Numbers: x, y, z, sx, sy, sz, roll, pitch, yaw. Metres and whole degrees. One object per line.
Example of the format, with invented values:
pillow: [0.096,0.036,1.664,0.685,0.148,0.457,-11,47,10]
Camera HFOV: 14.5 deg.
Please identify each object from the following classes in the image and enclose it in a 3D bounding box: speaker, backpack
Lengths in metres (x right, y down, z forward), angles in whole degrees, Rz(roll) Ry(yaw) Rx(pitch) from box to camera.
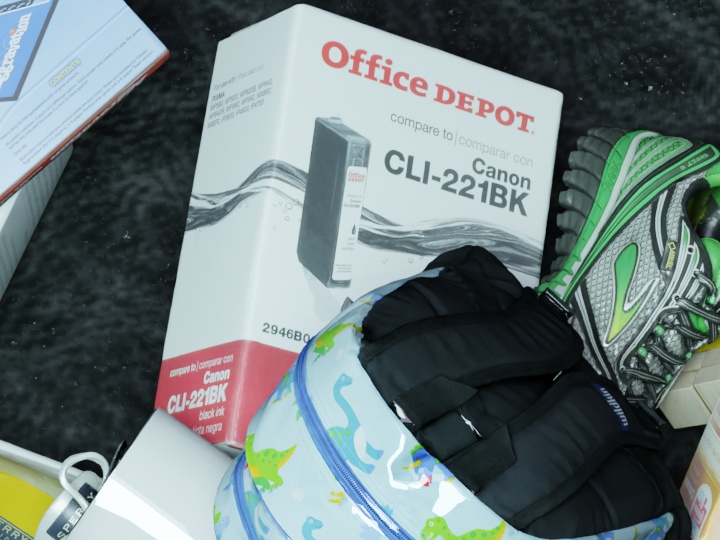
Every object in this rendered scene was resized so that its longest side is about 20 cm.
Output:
speaker: [-0.027,0.142,1.162,0.200,0.081,0.081,35,79,-2]
backpack: [0.032,0.079,1.100,0.154,0.200,0.163,-38,84,6]

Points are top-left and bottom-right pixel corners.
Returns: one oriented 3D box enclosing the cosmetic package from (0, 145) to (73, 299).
cosmetic package: [-0.204,0.005,1.285,0.071,0.101,0.201,24,77,2]

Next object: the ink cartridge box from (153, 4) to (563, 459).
ink cartridge box: [0.000,0.000,1.253,0.144,0.084,0.201,16,73,-27]

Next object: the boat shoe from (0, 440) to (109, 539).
boat shoe: [-0.117,0.117,1.230,0.202,0.086,0.075,27,60,29]

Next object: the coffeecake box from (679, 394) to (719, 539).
coffeecake box: [0.245,0.046,1.205,0.153,0.073,0.201,21,99,-6]

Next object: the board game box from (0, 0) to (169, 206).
board game box: [-0.191,-0.067,1.236,0.200,0.019,0.103,-42,89,-14]

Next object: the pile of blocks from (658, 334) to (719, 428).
pile of blocks: [0.224,0.015,1.285,0.200,0.082,0.062,-35,118,4]

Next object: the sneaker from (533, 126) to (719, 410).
sneaker: [0.122,0.020,1.244,0.085,0.078,0.201,2,59,26]
